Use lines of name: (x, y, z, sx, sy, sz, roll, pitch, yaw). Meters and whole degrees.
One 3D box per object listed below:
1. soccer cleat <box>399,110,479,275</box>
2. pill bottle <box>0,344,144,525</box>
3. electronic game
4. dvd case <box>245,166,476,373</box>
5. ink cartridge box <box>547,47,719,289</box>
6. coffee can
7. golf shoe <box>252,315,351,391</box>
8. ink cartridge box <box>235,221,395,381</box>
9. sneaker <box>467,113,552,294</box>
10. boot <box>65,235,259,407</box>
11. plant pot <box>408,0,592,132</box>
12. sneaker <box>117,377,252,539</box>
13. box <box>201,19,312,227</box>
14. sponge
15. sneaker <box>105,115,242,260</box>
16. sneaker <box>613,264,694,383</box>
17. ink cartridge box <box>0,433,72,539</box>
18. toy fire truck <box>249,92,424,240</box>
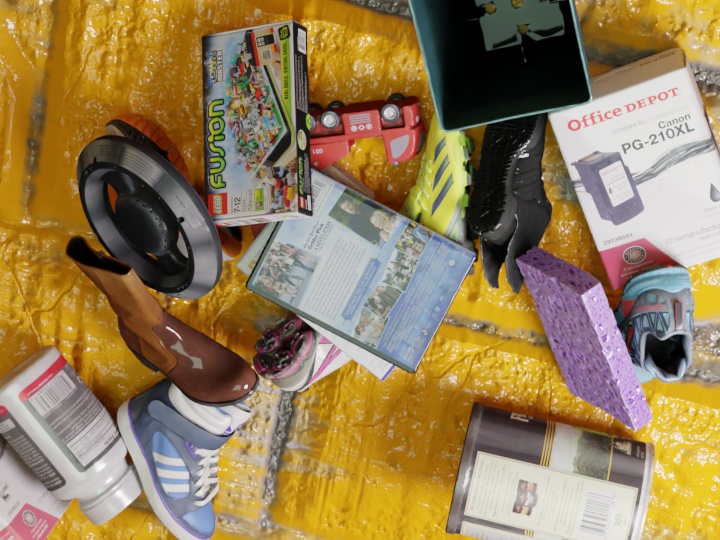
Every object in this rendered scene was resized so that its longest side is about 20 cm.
soccer cleat: (0.079, -0.078, 1.522, 0.084, 0.065, 0.200, 2, 117, 12)
pill bottle: (-0.340, 0.195, 1.690, 0.111, 0.111, 0.200, -33, 101, 20)
electronic game: (-0.223, -0.054, 1.532, 0.200, 0.042, 0.200, 28, 141, 26)
dvd case: (0.000, 0.000, 1.504, 0.200, 0.018, 0.143, 27, 96, -2)
ink cartridge box: (0.289, -0.102, 1.467, 0.145, 0.084, 0.200, -19, 106, 17)
coffee can: (0.204, 0.236, 1.581, 0.200, 0.146, 0.146, 13, 113, 6)
golf shoe: (-0.025, 0.056, 1.608, 0.200, 0.073, 0.092, -41, 141, 10)
ink cartridge box: (-0.025, 0.018, 1.531, 0.200, 0.037, 0.095, 39, 96, 0)
sneaker: (0.163, -0.083, 1.510, 0.060, 0.104, 0.200, 12, 79, 35)
boot: (-0.208, 0.051, 1.562, 0.188, 0.068, 0.200, 30, 157, 34)
plant pot: (0.140, -0.237, 1.381, 0.141, 0.200, 0.141, -10, 109, 14)
sneaker: (-0.179, 0.213, 1.682, 0.146, 0.081, 0.200, -23, 100, 22)
box: (-0.107, -0.149, 1.496, 0.110, 0.035, 0.200, -6, 81, 24)
sponge: (0.232, 0.072, 1.506, 0.030, 0.112, 0.200, -37, 126, -15)
sneaker: (-0.223, -0.074, 1.587, 0.092, 0.076, 0.200, -33, 100, 25)
sneaker: (0.294, 0.079, 1.491, 0.079, 0.096, 0.200, -6, 149, -3)
ink cartridge box: (-0.449, 0.244, 1.711, 0.083, 0.147, 0.200, -38, 100, 20)
toy fire truck: (-0.025, -0.106, 1.546, 0.200, 0.049, 0.141, -6, 110, 12)
